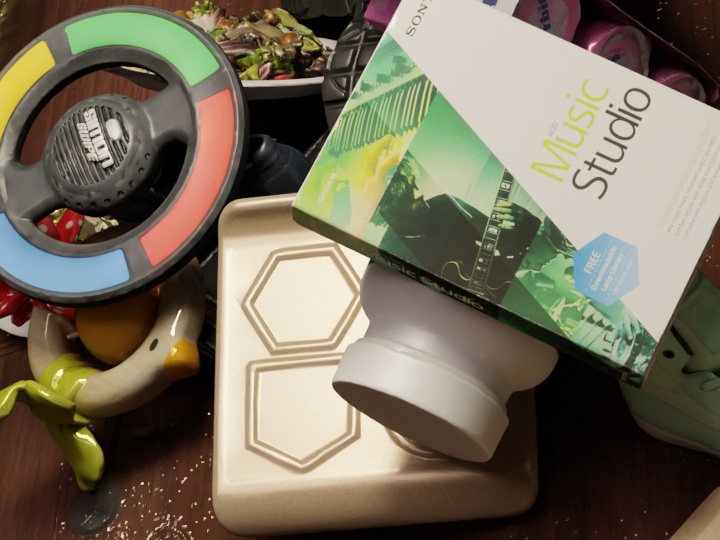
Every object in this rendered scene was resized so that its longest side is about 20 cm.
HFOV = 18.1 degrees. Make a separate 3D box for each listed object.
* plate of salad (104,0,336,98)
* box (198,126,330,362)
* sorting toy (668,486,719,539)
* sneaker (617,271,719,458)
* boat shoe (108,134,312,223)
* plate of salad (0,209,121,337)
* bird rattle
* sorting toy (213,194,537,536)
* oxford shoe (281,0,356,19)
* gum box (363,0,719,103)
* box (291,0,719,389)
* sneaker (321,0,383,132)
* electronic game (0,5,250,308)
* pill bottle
[{"bbox_3d":[-0.084,-0.152,1.523,0.199,0.048,0.200,2,15,-1],"label":"plate of salad"},{"bbox_3d":[0.000,0.000,1.413,0.199,0.050,0.200,-46,41,-11],"label":"box"},{"bbox_3d":[0.181,0.214,1.103,0.185,0.036,0.200,-46,37,-9],"label":"sorting toy"},{"bbox_3d":[0.204,0.054,1.163,0.200,0.118,0.074,12,59,40],"label":"sneaker"},{"bbox_3d":[-0.108,-0.074,1.476,0.199,0.069,0.084,-2,50,39],"label":"boat shoe"},{"bbox_3d":[-0.191,-0.040,1.584,0.199,0.048,0.201,-19,44,20],"label":"plate of salad"},{"bbox_3d":[-0.167,0.034,1.442,0.163,0.113,0.201,-21,47,21],"label":"bird rattle"},{"bbox_3d":[0.008,0.049,1.300,0.184,0.036,0.201,-6,68,11],"label":"sorting toy"},{"bbox_3d":[-0.006,-0.214,1.605,0.084,0.073,0.200,-6,19,-24],"label":"oxford shoe"},{"bbox_3d":[0.112,-0.128,1.339,0.113,0.200,0.066,20,85,46],"label":"gum box"},{"bbox_3d":[0.084,-0.047,1.148,0.199,0.036,0.145,25,76,11],"label":"box"},{"bbox_3d":[0.027,-0.153,1.453,0.075,0.079,0.201,-2,70,25],"label":"sneaker"},{"bbox_3d":[-0.161,-0.073,1.406,0.199,0.042,0.201,-8,67,19],"label":"electronic game"},{"bbox_3d":[0.069,-0.007,1.215,0.116,0.116,0.201,13,71,42],"label":"pill bottle"}]
